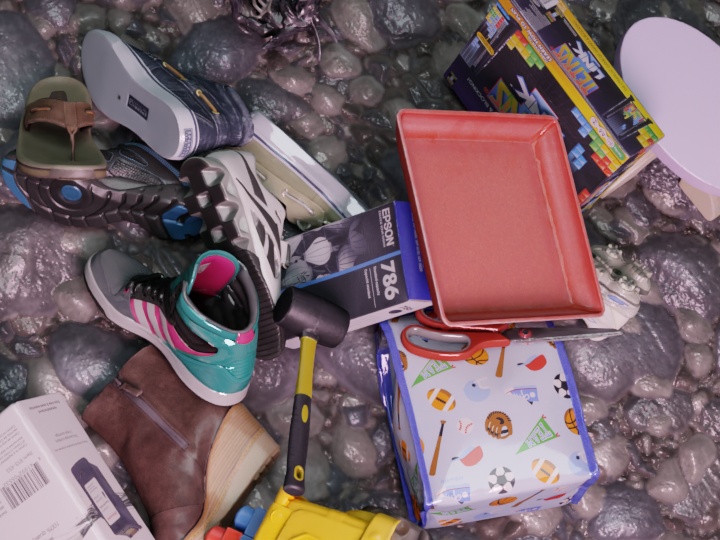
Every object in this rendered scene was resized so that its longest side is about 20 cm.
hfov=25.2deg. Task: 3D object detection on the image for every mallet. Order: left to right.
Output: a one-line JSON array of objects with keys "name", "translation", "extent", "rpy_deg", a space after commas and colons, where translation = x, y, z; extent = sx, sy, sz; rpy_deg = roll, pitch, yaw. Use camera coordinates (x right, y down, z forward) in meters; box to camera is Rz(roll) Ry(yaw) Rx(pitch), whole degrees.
[{"name": "mallet", "translation": [-0.041, 0.108, 1.409], "extent": [0.066, 0.041, 0.200], "rpy_deg": [18, 52, -29]}]

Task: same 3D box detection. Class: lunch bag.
[{"name": "lunch bag", "translation": [0.110, 0.125, 1.496], "extent": [0.170, 0.124, 0.201], "rpy_deg": [-9, 68, -12]}]

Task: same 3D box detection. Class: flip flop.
[{"name": "flip flop", "translation": [-0.275, -0.139, 1.487], "extent": [0.081, 0.058, 0.200], "rpy_deg": [2, 33, -12]}]

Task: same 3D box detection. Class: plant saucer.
[{"name": "plant saucer", "translation": [0.120, -0.045, 1.465], "extent": [0.199, 0.037, 0.201], "rpy_deg": [-2, 73, -37]}]

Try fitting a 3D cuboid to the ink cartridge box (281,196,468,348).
[{"name": "ink cartridge box", "translation": [0.000, 0.000, 1.495], "extent": [0.200, 0.039, 0.100], "rpy_deg": [-19, 70, 29]}]

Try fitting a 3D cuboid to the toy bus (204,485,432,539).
[{"name": "toy bus", "translation": [-0.034, 0.270, 1.412], "extent": [0.192, 0.200, 0.136], "rpy_deg": [18, 73, 26]}]

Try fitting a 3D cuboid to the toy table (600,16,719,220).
[{"name": "toy table", "translation": [0.321, -0.148, 1.631], "extent": [0.183, 0.117, 0.200], "rpy_deg": [-22, 79, -17]}]

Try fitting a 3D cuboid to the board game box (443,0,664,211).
[{"name": "board game box", "translation": [0.184, -0.163, 1.580], "extent": [0.057, 0.165, 0.200], "rpy_deg": [-31, 80, -29]}]

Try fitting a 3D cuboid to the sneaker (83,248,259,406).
[{"name": "sneaker", "translation": [-0.165, 0.019, 1.458], "extent": [0.200, 0.121, 0.084], "rpy_deg": [39, 40, 17]}]

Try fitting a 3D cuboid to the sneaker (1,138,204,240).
[{"name": "sneaker", "translation": [-0.239, -0.086, 1.536], "extent": [0.199, 0.073, 0.082], "rpy_deg": [13, 48, -8]}]

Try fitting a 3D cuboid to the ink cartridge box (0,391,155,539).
[{"name": "ink cartridge box", "translation": [-0.273, 0.228, 1.377], "extent": [0.145, 0.084, 0.200], "rpy_deg": [-37, 81, 16]}]

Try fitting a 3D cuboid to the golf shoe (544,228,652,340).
[{"name": "golf shoe", "translation": [0.183, -0.011, 1.575], "extent": [0.200, 0.097, 0.078], "rpy_deg": [43, 41, 18]}]

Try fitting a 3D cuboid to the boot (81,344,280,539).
[{"name": "boot", "translation": [-0.189, 0.184, 1.462], "extent": [0.166, 0.072, 0.200], "rpy_deg": [34, 70, 14]}]

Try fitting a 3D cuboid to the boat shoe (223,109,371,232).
[{"name": "boat shoe", "translation": [-0.048, -0.071, 1.568], "extent": [0.200, 0.072, 0.062], "rpy_deg": [42, 94, 8]}]

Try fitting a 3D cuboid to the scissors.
[{"name": "scissors", "translation": [0.137, 0.064, 1.469], "extent": [0.199, 0.014, 0.073], "rpy_deg": [11, 46, 4]}]

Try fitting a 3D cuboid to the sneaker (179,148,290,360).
[{"name": "sneaker", "translation": [-0.094, -0.019, 1.501], "extent": [0.088, 0.074, 0.201], "rpy_deg": [-23, 100, -47]}]

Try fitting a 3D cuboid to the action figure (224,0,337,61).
[{"name": "action figure", "translation": [-0.102, -0.297, 1.605], "extent": [0.200, 0.102, 0.119], "rpy_deg": [36, 58, 3]}]

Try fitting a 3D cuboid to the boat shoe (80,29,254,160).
[{"name": "boat shoe", "translation": [-0.188, -0.168, 1.548], "extent": [0.091, 0.071, 0.200], "rpy_deg": [-9, 40, -39]}]
